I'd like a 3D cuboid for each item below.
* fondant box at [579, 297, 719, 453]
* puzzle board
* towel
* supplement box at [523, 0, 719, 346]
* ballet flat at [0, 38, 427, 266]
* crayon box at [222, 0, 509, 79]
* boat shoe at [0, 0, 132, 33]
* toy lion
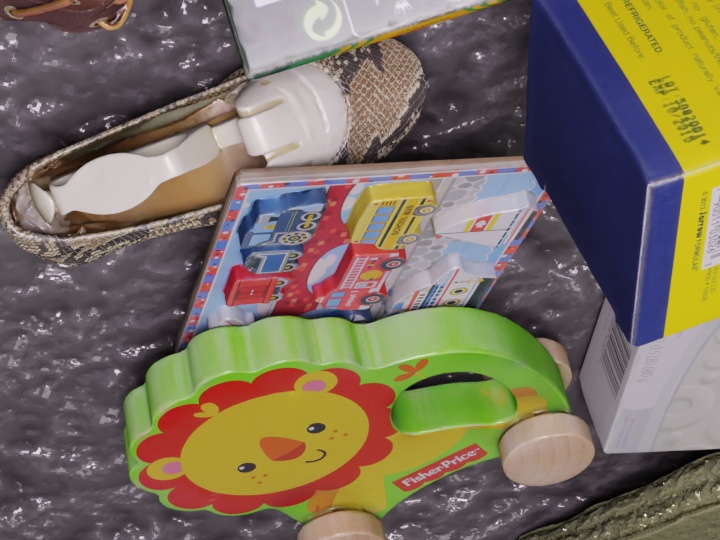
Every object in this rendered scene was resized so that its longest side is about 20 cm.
[{"bbox_3d":[0.226,0.024,1.119,0.199,0.058,0.145,-2,136,-14],"label":"fondant box"},{"bbox_3d":[0.000,0.000,1.010,0.150,0.018,0.200,-3,157,-15],"label":"puzzle board"},{"bbox_3d":[0.192,0.153,1.231,0.148,0.037,0.200,21,141,-36],"label":"towel"},{"bbox_3d":[0.179,-0.070,0.884,0.199,0.109,0.110,-19,145,-11],"label":"supplement box"},{"bbox_3d":[-0.067,-0.049,0.950,0.199,0.068,0.075,-19,179,8],"label":"ballet flat"},{"bbox_3d":[0.013,-0.116,0.827,0.126,0.200,0.051,-17,97,2],"label":"crayon box"},{"bbox_3d":[-0.112,-0.128,0.831,0.199,0.073,0.072,-8,157,36],"label":"boat shoe"},{"bbox_3d":[-0.009,0.073,1.081,0.199,0.069,0.192,-26,143,19],"label":"toy lion"}]
